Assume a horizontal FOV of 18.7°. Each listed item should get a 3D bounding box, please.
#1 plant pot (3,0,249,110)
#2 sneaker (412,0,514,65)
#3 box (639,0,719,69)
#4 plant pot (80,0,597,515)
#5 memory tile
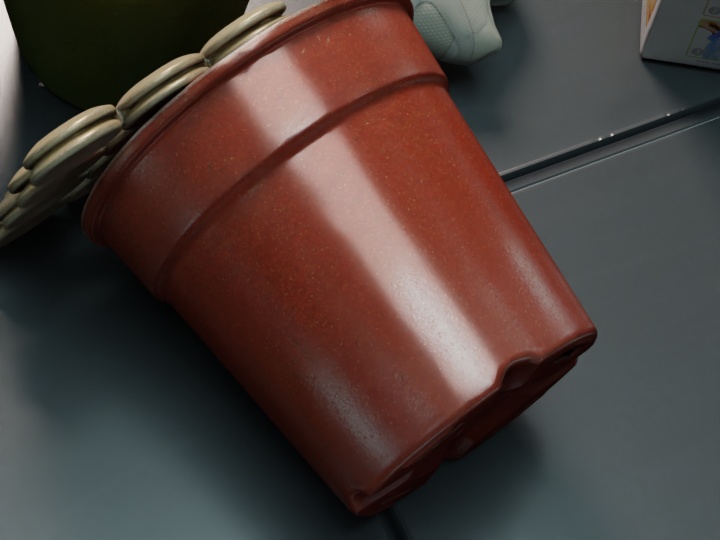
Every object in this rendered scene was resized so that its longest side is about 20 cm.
[{"bbox_3d":[-0.122,-0.179,1.138,0.199,0.190,0.201,3,60,-6],"label":"plant pot"},{"bbox_3d":[0.054,-0.196,1.248,0.092,0.076,0.201,24,58,-16],"label":"sneaker"},{"bbox_3d":[0.225,-0.209,1.192,0.101,0.200,0.113,9,61,-3],"label":"box"},{"bbox_3d":[0.000,0.000,1.066,0.200,0.201,0.196,-32,77,-22],"label":"plant pot"},{"bbox_3d":[-0.114,-0.070,1.079,0.153,0.200,0.017,-34,90,-21],"label":"memory tile"}]
